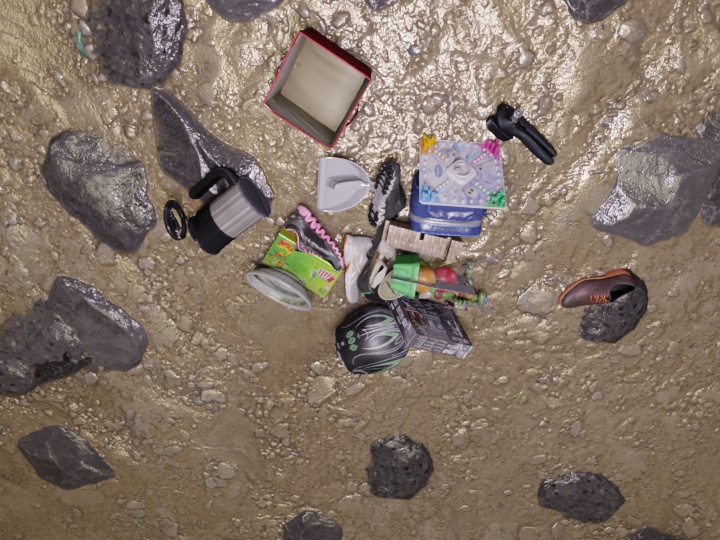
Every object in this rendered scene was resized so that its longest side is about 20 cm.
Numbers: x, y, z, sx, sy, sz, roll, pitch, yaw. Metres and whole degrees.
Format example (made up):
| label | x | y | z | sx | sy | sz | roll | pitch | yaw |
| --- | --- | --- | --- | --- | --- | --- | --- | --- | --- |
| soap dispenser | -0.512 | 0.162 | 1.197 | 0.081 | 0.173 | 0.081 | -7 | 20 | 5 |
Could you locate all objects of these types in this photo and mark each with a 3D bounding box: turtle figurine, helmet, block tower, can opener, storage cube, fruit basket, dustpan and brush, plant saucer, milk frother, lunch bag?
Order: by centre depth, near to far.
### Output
| label | x | y | z | sx | sy | sz | roll | pitch | yaw |
| --- | --- | --- | --- | --- | --- | --- | --- | --- | --- |
| storage cube | -0.087 | -0.404 | 1.146 | 0.198 | 0.180 | 0.172 | 29 | 115 | -13 |
| can opener | 0.395 | -0.325 | 1.239 | 0.198 | 0.078 | 0.064 | 29 | 76 | -15 |
| fruit basket | 0.170 | 0.025 | 1.252 | 0.197 | 0.185 | 0.095 | 16 | 104 | 1 |
| lunch bag | 0.219 | -0.156 | 1.280 | 0.197 | 0.136 | 0.134 | 5 | 120 | 2 |
| milk frother | -0.357 | -0.144 | 1.281 | 0.187 | 0.201 | 0.181 | -33 | 107 | 18 |
| block tower | 0.153 | -0.075 | 1.299 | 0.197 | 0.058 | 0.055 | 13 | 110 | -2 |
| dustpan and brush | -0.006 | -0.216 | 1.301 | 0.197 | 0.057 | 0.141 | -11 | 123 | -26 |
| turtle figurine | 0.257 | 0.031 | 1.374 | 0.191 | 0.200 | 0.146 | 11 | 83 | 2 |
| plant saucer | -0.213 | 0.041 | 1.411 | 0.198 | 0.051 | 0.201 | 23 | 159 | 9 |
| helmet | 0.043 | 0.189 | 1.431 | 0.189 | 0.201 | 0.202 | -22 | 114 | 15 |

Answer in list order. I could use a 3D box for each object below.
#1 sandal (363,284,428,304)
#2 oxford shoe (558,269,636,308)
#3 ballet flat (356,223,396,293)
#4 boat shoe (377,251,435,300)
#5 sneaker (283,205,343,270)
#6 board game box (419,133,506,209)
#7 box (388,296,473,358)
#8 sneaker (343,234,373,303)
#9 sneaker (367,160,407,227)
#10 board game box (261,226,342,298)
| label | x | y | z | sx | sy | sz | roll | pitch | yaw |
| --- | --- | --- | --- | --- | --- | --- | --- | --- | --- |
| sandal | 0.103 | 0.073 | 1.435 | 0.197 | 0.043 | 0.077 | 4 | 120 | -18 |
| oxford shoe | 0.639 | 0.059 | 1.404 | 0.198 | 0.073 | 0.072 | -25 | 114 | 15 |
| ballet flat | 0.057 | -0.029 | 1.353 | 0.067 | 0.068 | 0.203 | 20 | 92 | -39 |
| boat shoe | 0.128 | 0.002 | 1.379 | 0.200 | 0.068 | 0.075 | -43 | 91 | 6 |
| sneaker | -0.124 | -0.069 | 1.357 | 0.095 | 0.079 | 0.201 | -40 | 99 | -7 |
| board game box | 0.237 | -0.235 | 1.212 | 0.197 | 0.202 | 0.026 | 4 | 148 | 1 |
| box | 0.188 | 0.147 | 1.390 | 0.198 | 0.159 | 0.050 | 15 | 122 | -30 |
| sneaker | 0.000 | 0.000 | 1.408 | 0.090 | 0.076 | 0.203 | -1 | 118 | -2 |
| sneaker | 0.079 | -0.193 | 1.290 | 0.089 | 0.067 | 0.201 | -12 | 144 | -24 |
| board game box | -0.156 | -0.021 | 1.417 | 0.198 | 0.048 | 0.102 | 31 | 114 | -12 |
